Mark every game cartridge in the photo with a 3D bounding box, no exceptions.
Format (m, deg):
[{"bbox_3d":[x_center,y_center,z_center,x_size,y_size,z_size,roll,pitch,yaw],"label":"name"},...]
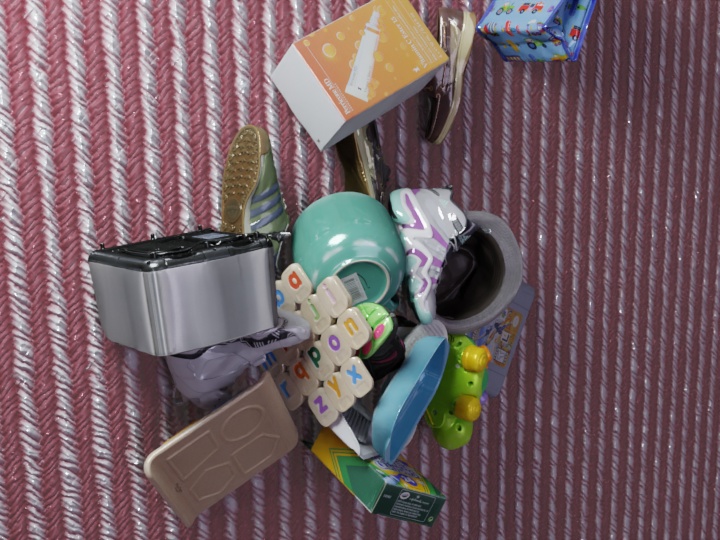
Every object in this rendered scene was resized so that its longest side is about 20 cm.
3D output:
[{"bbox_3d":[0.211,0.099,1.706,0.132,0.041,0.203,26,82,-43],"label":"game cartridge"}]

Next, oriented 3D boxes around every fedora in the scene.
[{"bbox_3d":[0.143,0.003,1.585,0.199,0.090,0.179,-32,105,-21],"label":"fedora"}]

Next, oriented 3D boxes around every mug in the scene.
[{"bbox_3d":[0.000,-0.009,1.414,0.183,0.115,0.153,14,121,-24],"label":"mug"}]

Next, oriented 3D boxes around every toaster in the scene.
[{"bbox_3d":[-0.205,0.018,1.246,0.179,0.199,0.121,-14,103,-37],"label":"toaster"}]

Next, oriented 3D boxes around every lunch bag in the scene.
[{"bbox_3d":[0.295,-0.430,1.593,0.094,0.150,0.202,35,77,-37],"label":"lunch bag"}]

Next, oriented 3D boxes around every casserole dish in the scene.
[{"bbox_3d":[0.065,0.172,1.416,0.201,0.038,0.122,-55,158,-36],"label":"casserole dish"}]

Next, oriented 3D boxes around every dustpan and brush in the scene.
[{"bbox_3d":[-0.037,0.173,1.449,0.057,0.199,0.139,-52,165,6],"label":"dustpan and brush"}]

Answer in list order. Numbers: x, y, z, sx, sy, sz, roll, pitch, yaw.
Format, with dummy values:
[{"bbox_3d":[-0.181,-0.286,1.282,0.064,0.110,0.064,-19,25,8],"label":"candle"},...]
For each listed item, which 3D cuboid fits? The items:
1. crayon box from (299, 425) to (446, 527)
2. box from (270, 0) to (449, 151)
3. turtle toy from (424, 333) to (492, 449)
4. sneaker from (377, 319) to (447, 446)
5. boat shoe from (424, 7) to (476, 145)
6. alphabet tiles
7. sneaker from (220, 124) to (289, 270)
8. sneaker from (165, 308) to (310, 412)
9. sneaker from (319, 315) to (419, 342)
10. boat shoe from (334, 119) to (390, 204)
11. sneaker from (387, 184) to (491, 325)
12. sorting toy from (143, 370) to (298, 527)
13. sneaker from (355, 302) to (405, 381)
[{"bbox_3d":[0.015,0.282,1.472,0.125,0.199,0.052,24,96,-39],"label":"crayon box"},{"bbox_3d":[0.000,-0.273,1.391,0.199,0.097,0.125,-35,89,-28],"label":"box"},{"bbox_3d":[0.141,0.182,1.605,0.100,0.144,0.203,-5,104,-52],"label":"turtle toy"},{"bbox_3d":[0.065,0.159,1.532,0.073,0.082,0.202,21,95,-21],"label":"sneaker"},{"bbox_3d":[0.117,-0.291,1.541,0.071,0.072,0.203,11,104,-9],"label":"boat shoe"},{"bbox_3d":[-0.064,0.100,1.374,0.015,0.200,0.197,-19,70,-50],"label":"alphabet tiles"},{"bbox_3d":[-0.134,-0.087,1.375,0.089,0.066,0.204,4,94,-51],"label":"sneaker"},{"bbox_3d":[-0.161,0.118,1.353,0.197,0.075,0.117,-6,112,-7],"label":"sneaker"},{"bbox_3d":[0.008,0.109,1.520,0.198,0.074,0.081,5,102,-40],"label":"sneaker"},{"bbox_3d":[0.013,-0.138,1.473,0.064,0.073,0.203,-22,112,-28],"label":"boat shoe"},{"bbox_3d":[0.123,-0.030,1.474,0.138,0.078,0.203,-10,79,-4],"label":"sneaker"},{"bbox_3d":[-0.181,0.234,1.361,0.199,0.036,0.186,-37,146,-14],"label":"sorting toy"},{"bbox_3d":[0.023,0.096,1.404,0.083,0.201,0.078,-11,68,-15],"label":"sneaker"}]
